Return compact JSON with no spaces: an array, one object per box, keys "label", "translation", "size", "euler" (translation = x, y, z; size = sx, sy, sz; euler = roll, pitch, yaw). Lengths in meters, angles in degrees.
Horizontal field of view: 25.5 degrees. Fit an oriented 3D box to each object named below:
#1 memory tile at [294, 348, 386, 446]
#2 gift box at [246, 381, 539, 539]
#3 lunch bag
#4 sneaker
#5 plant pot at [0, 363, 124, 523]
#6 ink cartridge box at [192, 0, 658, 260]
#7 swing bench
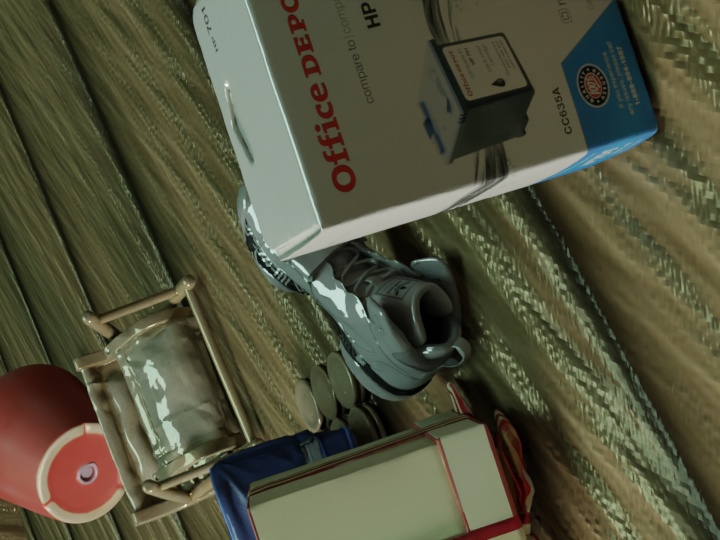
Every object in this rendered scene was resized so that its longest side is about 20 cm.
[{"label":"memory tile","translation":[0.001,0.170,1.348],"size":[0.200,0.017,0.153],"euler":[69,157,11]},{"label":"gift box","translation":[0.032,0.187,1.081],"size":[0.200,0.187,0.185],"euler":[-141,33,-85]},{"label":"lunch bag","translation":[-0.038,0.195,1.253],"size":[0.200,0.132,0.136],"euler":[141,110,-82]},{"label":"sneaker","translation":[0.000,0.000,1.116],"size":[0.200,0.075,0.115],"euler":[52,153,-5]},{"label":"plant pot","translation":[-0.411,0.247,2.159],"size":[0.177,0.200,0.201],"euler":[22,126,50]},{"label":"ink cartridge box","translation":[0.033,-0.106,0.830],"size":[0.086,0.200,0.147],"euler":[-23,85,68]},{"label":"swing bench","translation":[-0.207,0.140,1.671],"size":[0.200,0.130,0.199],"euler":[123,126,-68]}]
